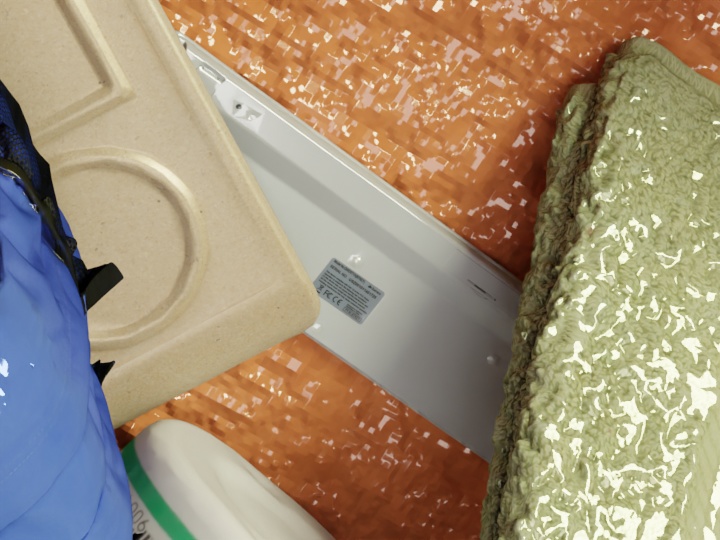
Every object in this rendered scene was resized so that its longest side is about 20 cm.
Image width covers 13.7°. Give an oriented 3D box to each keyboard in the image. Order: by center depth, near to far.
[{"bbox_3d":[0.000,0.000,0.970,0.200,0.011,0.056,36,104,-21],"label":"keyboard"}]

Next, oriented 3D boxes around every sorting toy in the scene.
[{"bbox_3d":[-0.133,-0.022,0.915,0.185,0.036,0.200,-27,118,2],"label":"sorting toy"}]

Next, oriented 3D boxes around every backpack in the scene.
[{"bbox_3d":[-0.135,0.046,0.814,0.162,0.200,0.168,-28,118,2],"label":"backpack"}]

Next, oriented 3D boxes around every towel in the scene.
[{"bbox_3d":[0.114,0.037,0.944,0.148,0.036,0.200,23,67,-18],"label":"towel"}]

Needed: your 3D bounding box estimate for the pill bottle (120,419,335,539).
[{"bbox_3d":[-0.090,0.154,0.948,0.113,0.113,0.200,41,97,-23],"label":"pill bottle"}]
